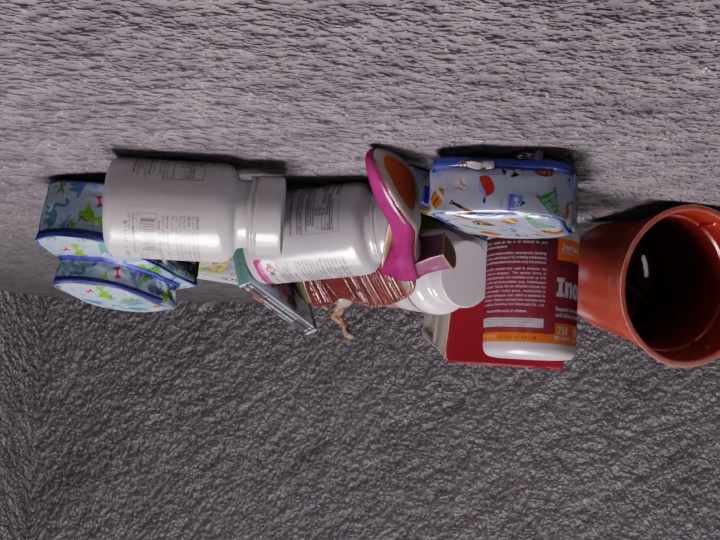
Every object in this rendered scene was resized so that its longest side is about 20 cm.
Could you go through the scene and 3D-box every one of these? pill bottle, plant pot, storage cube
[{"bbox_3d":[0.206,0.004,1.308,0.111,0.203,0.113,3,174,0],"label":"pill bottle"},{"bbox_3d":[0.084,-0.001,1.460,0.111,0.114,0.199,7,180,-31],"label":"pill bottle"},{"bbox_3d":[-0.187,-0.068,1.247,0.197,0.116,0.114,3,174,-2],"label":"pill bottle"},{"bbox_3d":[0.381,0.014,1.445,0.198,0.203,0.195,5,-178,-17],"label":"plant pot"},{"bbox_3d":[-0.036,-0.047,1.333,0.198,0.115,0.113,-5,172,19],"label":"pill bottle"},{"bbox_3d":[0.200,0.040,1.608,0.178,0.203,0.171,5,-171,-10],"label":"storage cube"}]

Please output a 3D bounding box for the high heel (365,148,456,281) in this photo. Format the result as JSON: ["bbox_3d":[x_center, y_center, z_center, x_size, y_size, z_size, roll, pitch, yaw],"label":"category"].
[{"bbox_3d":[0.026,-0.054,1.190,0.095,0.068,0.201,-10,136,26],"label":"high heel"}]

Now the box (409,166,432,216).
[{"bbox_3d":[0.098,-0.085,1.295,0.041,0.039,0.199,0,173,34],"label":"box"}]

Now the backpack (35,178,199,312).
[{"bbox_3d":[-0.324,-0.030,1.439,0.181,0.149,0.200,2,159,31],"label":"backpack"}]

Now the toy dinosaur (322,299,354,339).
[{"bbox_3d":[-0.044,0.008,1.601,0.198,0.137,0.086,18,151,11],"label":"toy dinosaur"}]

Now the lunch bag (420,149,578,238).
[{"bbox_3d":[0.152,-0.078,1.172,0.158,0.077,0.200,4,175,16],"label":"lunch bag"}]

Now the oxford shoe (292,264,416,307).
[{"bbox_3d":[0.000,0.000,1.425,0.198,0.071,0.075,1,-145,41],"label":"oxford shoe"}]

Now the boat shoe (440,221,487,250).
[{"bbox_3d":[0.197,-0.052,1.450,0.199,0.069,0.071,26,-163,36],"label":"boat shoe"}]

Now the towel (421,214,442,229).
[{"bbox_3d":[0.022,-0.072,1.556,0.198,0.023,0.143,-2,171,39],"label":"towel"}]

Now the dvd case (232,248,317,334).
[{"bbox_3d":[-0.121,-0.011,1.452,0.022,0.147,0.200,-22,152,13],"label":"dvd case"}]

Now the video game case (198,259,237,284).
[{"bbox_3d":[-0.178,-0.028,1.609,0.180,0.022,0.200,9,153,-33],"label":"video game case"}]
